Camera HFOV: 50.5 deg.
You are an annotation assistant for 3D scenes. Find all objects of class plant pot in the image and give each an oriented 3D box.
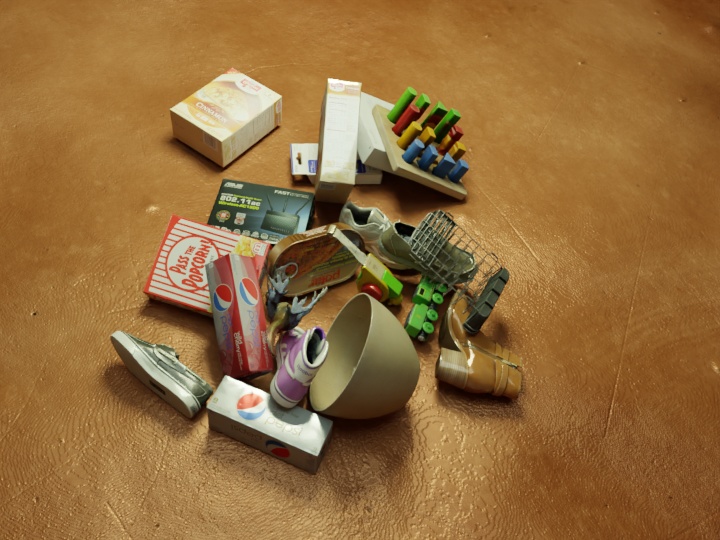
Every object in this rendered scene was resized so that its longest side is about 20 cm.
[{"bbox_3d":[0.020,0.159,1.250,0.132,0.200,0.204,27,46,-19],"label":"plant pot"}]

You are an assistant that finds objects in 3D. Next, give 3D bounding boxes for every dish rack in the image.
[{"bbox_3d":[0.170,-0.006,1.351,0.199,0.055,0.154,42,46,-2],"label":"dish rack"}]

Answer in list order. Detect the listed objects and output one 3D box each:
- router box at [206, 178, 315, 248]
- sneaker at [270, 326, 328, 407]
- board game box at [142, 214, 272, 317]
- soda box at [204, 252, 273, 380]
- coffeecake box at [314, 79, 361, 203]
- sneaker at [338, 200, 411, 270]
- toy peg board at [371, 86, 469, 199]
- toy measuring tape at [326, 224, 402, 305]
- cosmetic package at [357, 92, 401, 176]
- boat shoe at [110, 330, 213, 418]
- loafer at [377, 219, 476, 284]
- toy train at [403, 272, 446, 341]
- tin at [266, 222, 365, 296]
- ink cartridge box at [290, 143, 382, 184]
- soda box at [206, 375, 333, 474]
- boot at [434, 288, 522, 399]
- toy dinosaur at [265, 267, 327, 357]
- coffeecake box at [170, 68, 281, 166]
[{"bbox_3d":[-0.194,-0.093,1.492,0.194,0.063,0.152,9,49,1],"label":"router box"},{"bbox_3d":[-0.088,0.129,1.258,0.072,0.115,0.202,30,20,-15],"label":"sneaker"},{"bbox_3d":[-0.273,0.001,1.380,0.195,0.046,0.155,15,74,7],"label":"board game box"},{"bbox_3d":[-0.204,0.079,1.285,0.069,0.062,0.205,10,64,-57],"label":"soda box"},{"bbox_3d":[-0.047,-0.255,1.532,0.071,0.154,0.206,5,80,-7],"label":"coffeecake box"},{"bbox_3d":[0.043,-0.071,1.486,0.195,0.093,0.077,19,49,7],"label":"sneaker"},{"bbox_3d":[0.146,-0.279,1.611,0.196,0.098,0.202,16,41,-34],"label":"toy peg board"},{"bbox_3d":[0.000,0.000,1.409,0.199,0.073,0.074,41,48,-16],"label":"toy measuring tape"},{"bbox_3d":[0.043,-0.299,1.658,0.148,0.052,0.203,15,42,-39],"label":"cosmetic package"},{"bbox_3d":[-0.330,0.160,1.266,0.198,0.071,0.064,38,55,12],"label":"boat shoe"},{"bbox_3d":[0.130,-0.036,1.420,0.195,0.070,0.076,17,49,-3],"label":"loafer"},{"bbox_3d":[0.128,0.045,1.429,0.055,0.042,0.203,26,51,-4],"label":"toy train"},{"bbox_3d":[-0.083,-0.021,1.412,0.196,0.115,0.042,-17,32,-27],"label":"tin"},{"bbox_3d":[-0.054,-0.230,1.643,0.194,0.038,0.097,0,51,-10],"label":"ink cartridge box"},{"bbox_3d":[-0.145,0.246,1.219,0.195,0.065,0.069,21,50,9],"label":"soda box"},{"bbox_3d":[0.217,0.131,1.356,0.151,0.078,0.203,15,43,-2],"label":"boot"},{"bbox_3d":[-0.145,0.069,1.296,0.104,0.182,0.202,35,59,0],"label":"toy dinosaur"},{"bbox_3d":[-0.290,-0.337,1.665,0.151,0.074,0.200,31,53,19],"label":"coffeecake box"}]
